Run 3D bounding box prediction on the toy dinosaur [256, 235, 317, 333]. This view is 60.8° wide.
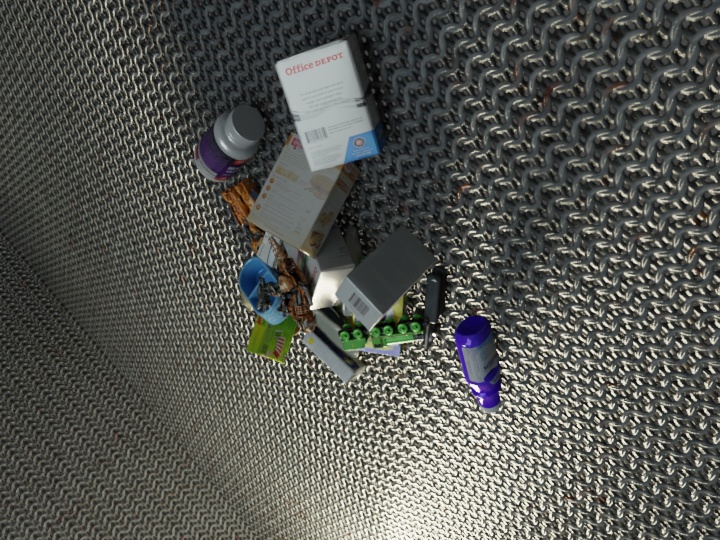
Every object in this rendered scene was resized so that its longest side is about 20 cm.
[{"bbox_3d":[-0.148,0.032,1.296,0.134,0.100,0.207,-15,76,51],"label":"toy dinosaur"}]

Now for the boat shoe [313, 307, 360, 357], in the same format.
[{"bbox_3d":[-0.068,0.121,1.442,0.198,0.062,0.076,38,137,15],"label":"boat shoe"}]

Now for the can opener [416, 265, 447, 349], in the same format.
[{"bbox_3d":[0.140,0.077,1.282,0.065,0.053,0.205,20,132,26],"label":"can opener"}]

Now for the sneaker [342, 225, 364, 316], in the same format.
[{"bbox_3d":[0.000,0.000,1.363,0.085,0.076,0.207,-1,109,2],"label":"sneaker"}]

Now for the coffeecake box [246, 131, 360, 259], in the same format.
[{"bbox_3d":[-0.116,-0.153,1.243,0.151,0.204,0.073,27,178,27],"label":"coffeecake box"}]

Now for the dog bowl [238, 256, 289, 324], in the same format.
[{"bbox_3d":[-0.232,0.042,1.486,0.049,0.113,0.200,28,-167,-46],"label":"dog bowl"}]

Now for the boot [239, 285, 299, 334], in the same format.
[{"bbox_3d":[-0.250,0.092,1.677,0.154,0.072,0.204,-19,104,50],"label":"boot"}]

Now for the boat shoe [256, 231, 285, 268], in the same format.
[{"bbox_3d":[-0.207,-0.111,1.442,0.084,0.075,0.206,28,124,11],"label":"boat shoe"}]

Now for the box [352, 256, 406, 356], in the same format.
[{"bbox_3d":[0.042,0.076,1.317,0.113,0.048,0.207,6,106,13],"label":"box"}]

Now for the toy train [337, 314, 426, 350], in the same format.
[{"bbox_3d":[0.047,0.134,1.290,0.194,0.042,0.058,-8,115,17],"label":"toy train"}]

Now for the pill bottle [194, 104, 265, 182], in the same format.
[{"bbox_3d":[-0.292,-0.288,1.383,0.113,0.111,0.198,55,142,-7],"label":"pill bottle"}]

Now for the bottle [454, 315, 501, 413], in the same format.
[{"bbox_3d":[0.245,0.195,1.246,0.064,0.083,0.205,5,123,41],"label":"bottle"}]

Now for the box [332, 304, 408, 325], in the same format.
[{"bbox_3d":[0.023,0.111,1.433,0.196,0.050,0.077,14,129,39],"label":"box"}]

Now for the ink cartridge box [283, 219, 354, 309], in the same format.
[{"bbox_3d":[-0.096,-0.040,1.338,0.204,0.082,0.146,66,152,30],"label":"ink cartridge box"}]

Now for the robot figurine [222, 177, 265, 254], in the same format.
[{"bbox_3d":[-0.261,-0.123,1.527,0.143,0.058,0.204,-11,111,51],"label":"robot figurine"}]

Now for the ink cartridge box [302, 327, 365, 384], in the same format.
[{"bbox_3d":[-0.079,0.188,1.513,0.199,0.047,0.197,42,-177,9],"label":"ink cartridge box"}]

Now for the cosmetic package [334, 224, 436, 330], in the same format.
[{"bbox_3d":[0.051,0.011,1.201,0.101,0.199,0.072,44,142,6],"label":"cosmetic package"}]

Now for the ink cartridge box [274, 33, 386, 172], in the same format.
[{"bbox_3d":[-0.050,-0.301,1.108,0.142,0.085,0.205,-10,114,19],"label":"ink cartridge box"}]

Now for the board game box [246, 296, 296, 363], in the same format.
[{"bbox_3d":[-0.206,0.117,1.535,0.047,0.206,0.101,9,167,39],"label":"board game box"}]
